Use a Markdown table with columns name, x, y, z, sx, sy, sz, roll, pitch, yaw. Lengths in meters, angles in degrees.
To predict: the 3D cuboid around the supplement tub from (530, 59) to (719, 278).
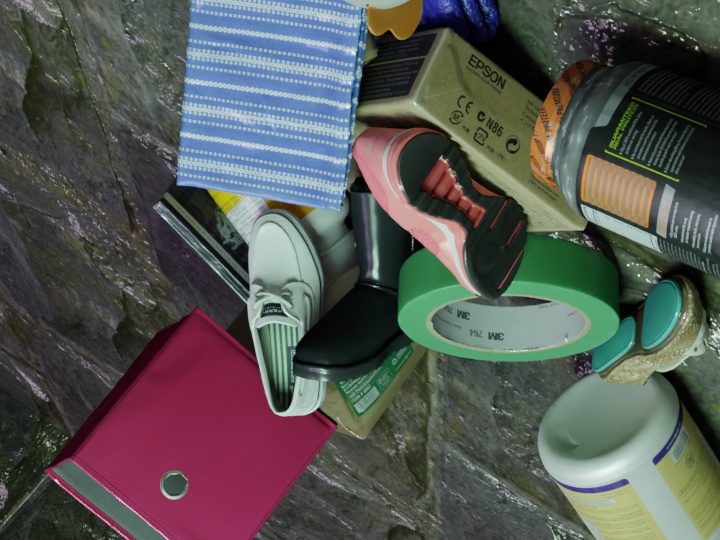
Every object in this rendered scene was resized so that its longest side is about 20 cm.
| name | x | y | z | sx | sy | sz | roll | pitch | yaw |
| --- | --- | --- | --- | --- | --- | --- | --- | --- | --- |
| supplement tub | 0.228 | -0.072 | 1.036 | 0.200 | 0.123 | 0.123 | 28 | 154 | 29 |

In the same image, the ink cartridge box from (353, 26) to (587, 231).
| name | x | y | z | sx | sy | sz | roll | pitch | yaw |
| --- | --- | --- | --- | --- | --- | --- | --- | --- | --- |
| ink cartridge box | 0.078 | -0.109 | 1.199 | 0.200 | 0.075 | 0.164 | 33 | 164 | -30 |

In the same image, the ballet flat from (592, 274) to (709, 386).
| name | x | y | z | sx | sy | sz | roll | pitch | yaw |
| --- | --- | --- | --- | --- | --- | --- | --- | --- | --- |
| ballet flat | 0.270 | 0.056 | 1.298 | 0.065 | 0.071 | 0.200 | 14 | 161 | -8 |

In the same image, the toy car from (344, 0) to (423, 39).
| name | x | y | z | sx | sy | sz | roll | pitch | yaw |
| --- | --- | --- | --- | --- | --- | --- | --- | --- | --- |
| toy car | -0.009 | -0.240 | 1.004 | 0.184 | 0.177 | 0.200 | -3 | 125 | 43 |

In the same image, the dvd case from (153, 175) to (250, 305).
| name | x | y | z | sx | sy | sz | roll | pitch | yaw |
| --- | --- | --- | --- | --- | --- | --- | --- | --- | --- |
| dvd case | -0.126 | -0.063 | 1.528 | 0.016 | 0.200 | 0.149 | -35 | 106 | 31 |

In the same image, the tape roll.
| name | x | y | z | sx | sy | sz | roll | pitch | yaw |
| --- | --- | --- | --- | --- | --- | --- | --- | --- | --- |
| tape roll | 0.133 | 0.028 | 1.325 | 0.199 | 0.048 | 0.201 | 2 | 157 | 1 |

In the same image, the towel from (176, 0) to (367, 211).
| name | x | y | z | sx | sy | sz | roll | pitch | yaw |
| --- | --- | --- | --- | --- | --- | --- | --- | --- | --- |
| towel | -0.069 | -0.152 | 1.124 | 0.144 | 0.024 | 0.201 | 10 | 105 | 14 |

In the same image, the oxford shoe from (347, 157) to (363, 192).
| name | x | y | z | sx | sy | sz | roll | pitch | yaw |
| --- | --- | --- | --- | --- | --- | --- | --- | --- | --- |
| oxford shoe | -0.035 | -0.114 | 1.424 | 0.200 | 0.073 | 0.071 | 50 | 154 | -23 |

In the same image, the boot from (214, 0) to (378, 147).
| name | x | y | z | sx | sy | sz | roll | pitch | yaw |
| --- | --- | --- | --- | --- | --- | --- | --- | --- | --- |
| boot | -0.096 | -0.197 | 1.173 | 0.200 | 0.072 | 0.167 | -32 | 90 | 23 |

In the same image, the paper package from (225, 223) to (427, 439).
| name | x | y | z | sx | sy | sz | roll | pitch | yaw |
| --- | --- | --- | --- | --- | --- | --- | --- | --- | --- |
| paper package | -0.022 | 0.055 | 1.550 | 0.190 | 0.200 | 0.104 | 12 | 146 | 47 |

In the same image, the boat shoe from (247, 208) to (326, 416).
| name | x | y | z | sx | sy | sz | roll | pitch | yaw |
| --- | --- | --- | --- | --- | --- | --- | --- | --- | --- |
| boat shoe | -0.070 | 0.040 | 1.393 | 0.073 | 0.067 | 0.201 | -12 | 90 | 20 |

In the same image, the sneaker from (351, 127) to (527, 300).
| name | x | y | z | sx | sy | sz | roll | pitch | yaw |
| --- | --- | --- | --- | --- | --- | --- | --- | --- | --- |
| sneaker | 0.064 | -0.053 | 1.169 | 0.087 | 0.074 | 0.200 | 24 | 162 | 46 |

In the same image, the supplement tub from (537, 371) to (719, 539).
| name | x | y | z | sx | sy | sz | roll | pitch | yaw |
| --- | --- | --- | --- | --- | --- | --- | --- | --- | --- |
| supplement tub | 0.277 | 0.206 | 1.430 | 0.145 | 0.146 | 0.200 | 8 | 141 | 51 |

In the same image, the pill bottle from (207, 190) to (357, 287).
| name | x | y | z | sx | sy | sz | roll | pitch | yaw |
| --- | --- | --- | --- | --- | --- | --- | --- | --- | --- |
| pill bottle | -0.081 | -0.075 | 1.476 | 0.200 | 0.111 | 0.111 | 53 | 156 | -2 |

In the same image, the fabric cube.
| name | x | y | z | sx | sy | sz | roll | pitch | yaw |
| --- | --- | --- | --- | --- | --- | --- | --- | --- | --- |
| fabric cube | -0.179 | 0.186 | 1.515 | 0.196 | 0.200 | 0.200 | 42 | 159 | -8 |

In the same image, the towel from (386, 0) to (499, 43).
| name | x | y | z | sx | sy | sz | roll | pitch | yaw |
| --- | --- | --- | --- | --- | --- | --- | --- | --- | --- |
| towel | 0.006 | -0.242 | 1.163 | 0.200 | 0.050 | 0.148 | 15 | 147 | 45 |

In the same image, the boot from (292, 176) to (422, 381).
| name | x | y | z | sx | sy | sz | roll | pitch | yaw |
| --- | --- | --- | --- | --- | --- | --- | --- | --- | --- |
| boot | 0.000 | 0.000 | 1.366 | 0.076 | 0.200 | 0.169 | 8 | 109 | 32 |
